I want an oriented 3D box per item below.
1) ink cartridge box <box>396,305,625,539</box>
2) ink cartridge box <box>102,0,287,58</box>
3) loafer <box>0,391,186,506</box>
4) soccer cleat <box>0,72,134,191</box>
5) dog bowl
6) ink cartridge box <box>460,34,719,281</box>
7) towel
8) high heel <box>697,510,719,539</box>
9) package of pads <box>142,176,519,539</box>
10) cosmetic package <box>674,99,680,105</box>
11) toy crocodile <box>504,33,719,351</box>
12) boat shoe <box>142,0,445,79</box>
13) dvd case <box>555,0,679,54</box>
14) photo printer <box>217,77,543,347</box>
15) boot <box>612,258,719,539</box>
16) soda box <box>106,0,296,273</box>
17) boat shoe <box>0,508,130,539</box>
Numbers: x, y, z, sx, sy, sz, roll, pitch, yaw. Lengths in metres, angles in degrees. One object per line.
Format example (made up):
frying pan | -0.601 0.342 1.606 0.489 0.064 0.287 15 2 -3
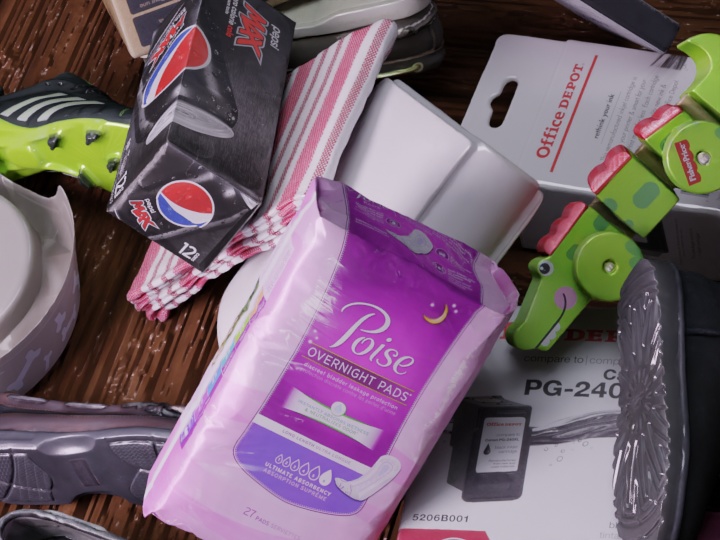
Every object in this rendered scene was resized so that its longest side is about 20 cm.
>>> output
ink cartridge box | 0.102 0.117 1.476 0.145 0.083 0.200 1 52 13
ink cartridge box | -0.099 -0.225 1.769 0.165 0.075 0.200 -20 27 -5
loafer | -0.131 0.095 1.559 0.200 0.072 0.063 1 47 17
soccer cleat | -0.172 -0.089 1.703 0.200 0.068 0.081 4 45 34
dog bowl | -0.260 0.014 1.656 0.200 0.059 0.200 -7 49 8
ink cartridge box | 0.164 -0.067 1.624 0.200 0.067 0.116 10 55 20
towel | -0.056 -0.058 1.616 0.200 0.030 0.146 -28 32 48
high heel | 0.232 0.095 1.486 0.096 0.067 0.200 7 60 9
package of pads | -0.016 0.065 1.427 0.120 0.200 0.076 26 17 -13
cosmetic package | 0.269 -0.039 1.524 0.083 0.051 0.200 -34 85 -24
toy crocodile | 0.142 -0.038 1.467 0.062 0.068 0.200 40 93 -4
boat shoe | -0.045 -0.141 1.730 0.201 0.060 0.072 -8 32 20
dvd case | 0.087 -0.197 1.649 0.025 0.200 0.150 -59 15 5
photo printer | 0.000 0.000 1.540 0.200 0.069 0.166 -53 25 4
boot | 0.234 0.084 1.416 0.200 0.066 0.165 10 69 -17
soda box | -0.090 -0.092 1.599 0.063 0.071 0.200 -46 21 30
boat shoe | -0.113 0.181 1.482 0.199 0.068 0.074 27 62 30
